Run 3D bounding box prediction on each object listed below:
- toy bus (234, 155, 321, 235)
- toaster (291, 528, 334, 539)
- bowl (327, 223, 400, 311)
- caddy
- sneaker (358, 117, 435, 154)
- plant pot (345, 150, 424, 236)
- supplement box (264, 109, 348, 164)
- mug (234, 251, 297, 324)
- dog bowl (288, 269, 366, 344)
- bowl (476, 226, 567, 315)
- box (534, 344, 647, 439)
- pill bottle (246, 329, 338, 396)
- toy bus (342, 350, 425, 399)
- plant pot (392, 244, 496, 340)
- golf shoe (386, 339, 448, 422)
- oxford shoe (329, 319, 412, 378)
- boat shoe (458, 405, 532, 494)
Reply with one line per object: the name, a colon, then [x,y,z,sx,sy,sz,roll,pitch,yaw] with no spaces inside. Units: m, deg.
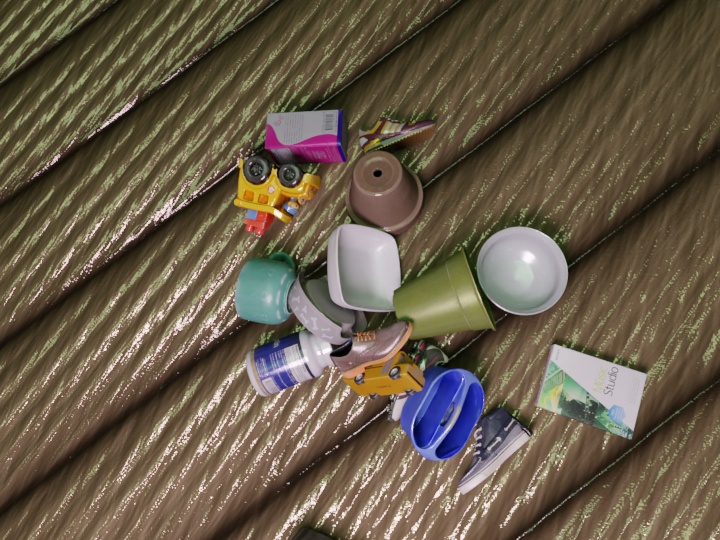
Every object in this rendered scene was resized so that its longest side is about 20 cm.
toy bus: [-0.218,-0.181,1.278,0.199,0.136,0.193,12,91,9]
toaster: [-0.087,0.656,1.042,0.180,0.119,0.200,21,80,13]
bowl: [0.000,0.000,1.177,0.075,0.199,0.201,-16,71,46]
caddy: [0.178,0.301,1.070,0.141,0.105,0.200,32,82,-16]
sneaker: [0.093,-0.364,1.296,0.200,0.075,0.090,-20,79,2]
plant pot: [0.049,-0.200,1.210,0.200,0.175,0.201,-3,75,9]
supplement box: [-0.139,-0.348,1.315,0.199,0.103,0.101,1,77,8]
mug: [-0.208,0.036,1.199,0.114,0.152,0.186,10,81,14]
dog bowl: [-0.079,0.086,1.153,0.059,0.200,0.200,-47,73,19]
bowl: [0.358,0.009,1.147,0.200,0.090,0.202,-1,75,3]
box: [0.499,0.261,1.093,0.200,0.036,0.145,17,79,14]
pill bottle: [-0.153,0.207,1.169,0.200,0.116,0.116,-21,74,3]
toy bus: [0.052,0.227,1.093,0.065,0.200,0.078,47,48,-22]
plant pot: [0.179,0.069,1.128,0.190,0.200,0.201,-21,73,15]
golf shoe: [0.125,0.258,1.134,0.088,0.077,0.200,27,82,6]
oxford shoe: [0.022,0.159,1.081,0.200,0.071,0.073,-36,113,16]
boat shoe: [0.268,0.383,1.086,0.200,0.075,0.093,-38,67,-10]
